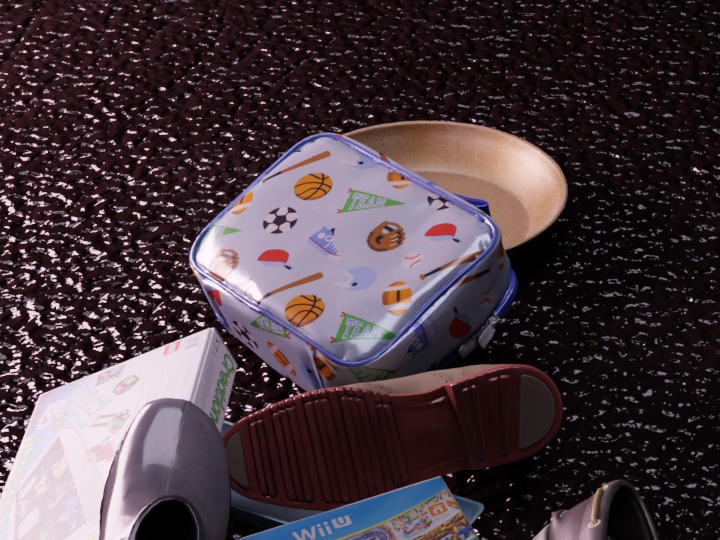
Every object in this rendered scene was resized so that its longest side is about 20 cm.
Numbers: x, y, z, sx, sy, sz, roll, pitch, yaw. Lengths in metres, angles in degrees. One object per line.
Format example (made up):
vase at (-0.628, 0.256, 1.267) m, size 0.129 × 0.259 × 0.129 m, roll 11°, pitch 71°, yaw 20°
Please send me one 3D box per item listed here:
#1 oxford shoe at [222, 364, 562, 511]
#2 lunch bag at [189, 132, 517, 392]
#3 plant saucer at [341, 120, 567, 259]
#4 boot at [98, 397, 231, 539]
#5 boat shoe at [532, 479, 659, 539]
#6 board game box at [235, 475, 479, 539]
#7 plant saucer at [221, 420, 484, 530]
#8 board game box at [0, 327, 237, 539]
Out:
oxford shoe at (0.016, 0.096, 1.256) m, size 0.198 × 0.071 × 0.075 m, roll -7°, pitch 3°, yaw -5°
lunch bag at (0.000, 0.000, 1.378) m, size 0.160 × 0.076 × 0.200 m, roll -42°, pitch 49°, yaw -19°
plant saucer at (0.046, -0.044, 1.521) m, size 0.199 × 0.036 × 0.201 m, roll -1°, pitch 31°, yaw 0°
boot at (-0.094, 0.134, 1.038) m, size 0.069 × 0.132 × 0.201 m, roll 11°, pitch 61°, yaw -7°
boat shoe at (0.134, 0.182, 1.106) m, size 0.072 × 0.061 × 0.202 m, roll 34°, pitch 22°, yaw -23°
board game box at (0.010, 0.204, 1.081) m, size 0.147 × 0.065 × 0.200 m, roll -16°, pitch 34°, yaw -12°
plant saucer at (-0.031, 0.132, 1.256) m, size 0.199 × 0.019 × 0.070 m, roll 15°, pitch 35°, yaw 25°
board game box at (-0.144, 0.118, 1.220) m, size 0.126 × 0.035 × 0.200 m, roll -21°, pitch 27°, yaw 19°
